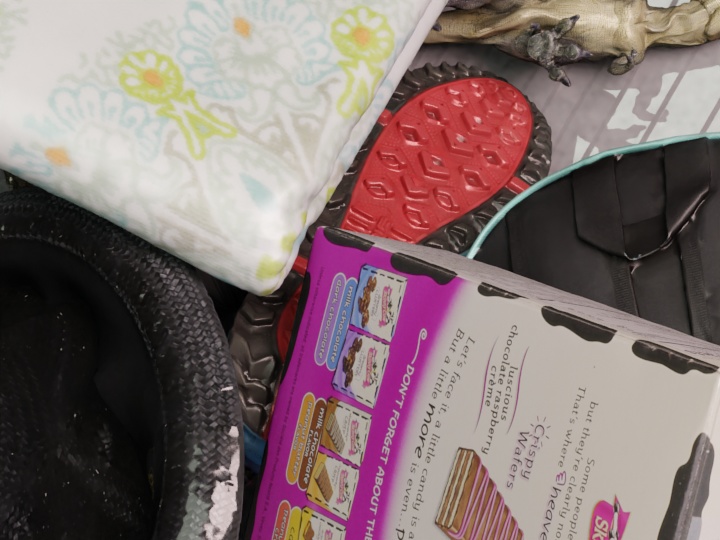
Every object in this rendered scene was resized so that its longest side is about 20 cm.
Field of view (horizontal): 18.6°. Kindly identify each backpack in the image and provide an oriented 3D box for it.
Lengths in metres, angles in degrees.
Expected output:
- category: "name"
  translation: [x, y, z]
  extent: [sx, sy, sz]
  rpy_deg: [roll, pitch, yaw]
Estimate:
- category: "backpack"
  translation: [0.124, 0.057, 0.780]
  extent: [0.176, 0.153, 0.200]
  rpy_deg: [-16, 78, 21]

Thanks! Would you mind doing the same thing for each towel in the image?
- category: "towel"
  translation: [-0.064, -0.104, 0.778]
  extent: [0.171, 0.048, 0.200]
  rpy_deg: [25, 58, 7]

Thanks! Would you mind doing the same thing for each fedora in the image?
- category: "fedora"
  translation: [-0.104, 0.075, 0.780]
  extent: [0.200, 0.092, 0.201]
  rpy_deg: [-9, 69, 25]

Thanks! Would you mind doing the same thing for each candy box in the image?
- category: "candy box"
  translation: [0.048, 0.074, 0.691]
  extent: [0.200, 0.061, 0.137]
  rpy_deg: [22, 100, 53]

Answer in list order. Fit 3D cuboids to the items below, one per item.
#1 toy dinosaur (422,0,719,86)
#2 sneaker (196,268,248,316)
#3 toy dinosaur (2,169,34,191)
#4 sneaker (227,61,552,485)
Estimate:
- category: "toy dinosaur"
  translation: [0.061, -0.100, 0.867]
  extent: [0.200, 0.088, 0.048]
  rpy_deg: [4, 98, 17]
- category: "sneaker"
  translation: [-0.069, -0.070, 0.878]
  extent: [0.099, 0.071, 0.200]
  rpy_deg: [-9, 112, 6]
- category: "toy dinosaur"
  translation: [-0.171, -0.077, 0.860]
  extent: [0.077, 0.102, 0.200]
  rpy_deg: [-35, 42, 11]
- category: "sneaker"
  translation: [0.000, 0.000, 0.859]
  extent: [0.079, 0.096, 0.200]
  rpy_deg: [37, 59, 3]
